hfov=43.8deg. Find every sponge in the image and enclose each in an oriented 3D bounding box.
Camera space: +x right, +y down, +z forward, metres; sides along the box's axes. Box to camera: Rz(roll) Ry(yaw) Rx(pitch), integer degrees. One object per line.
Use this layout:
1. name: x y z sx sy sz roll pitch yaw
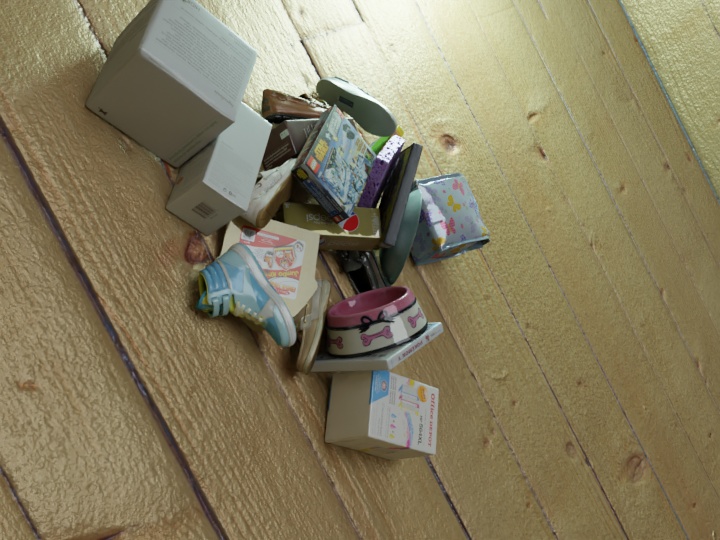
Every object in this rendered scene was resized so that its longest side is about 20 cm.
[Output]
1. sponge: 0.028 -0.164 1.800 0.029 0.202 0.112 26 37 5

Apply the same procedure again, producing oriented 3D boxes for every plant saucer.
1. plant saucer: 0.073 -0.073 1.824 0.038 0.202 0.204 17 56 -8

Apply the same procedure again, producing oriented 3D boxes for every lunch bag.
1. lunch bag: 0.188 -0.116 1.993 0.198 0.127 0.172 -16 80 -38

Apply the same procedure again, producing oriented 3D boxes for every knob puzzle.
1. knob puzzle: -0.172 0.011 1.614 0.215 0.030 0.225 4 79 -22

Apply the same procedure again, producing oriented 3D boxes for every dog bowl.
1. dog bowl: 0.023 0.090 1.663 0.199 0.198 0.075 -28 106 -47

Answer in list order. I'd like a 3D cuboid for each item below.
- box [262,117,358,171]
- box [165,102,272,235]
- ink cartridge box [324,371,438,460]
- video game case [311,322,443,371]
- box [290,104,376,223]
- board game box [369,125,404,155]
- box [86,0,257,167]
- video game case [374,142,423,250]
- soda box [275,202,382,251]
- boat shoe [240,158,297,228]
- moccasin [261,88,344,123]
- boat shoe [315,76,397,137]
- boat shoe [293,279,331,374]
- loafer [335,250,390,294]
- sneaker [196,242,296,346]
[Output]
1. box: -0.099 -0.250 1.782 0.198 0.099 0.076 -11 79 -46
2. box: -0.248 -0.185 1.584 0.097 0.123 0.203 33 51 -29
3. ink cartridge box: 0.051 0.270 1.665 0.198 0.124 0.131 22 64 -37
4. video game case: 0.027 0.142 1.656 0.181 0.197 0.023 -29 106 -47
5. box: -0.047 -0.204 1.698 0.137 0.039 0.202 49 39 -23
6. board game box: 0.019 -0.229 1.894 0.030 0.095 0.201 50 44 -14
7. box: -0.318 -0.327 1.523 0.199 0.197 0.174 35 50 -28
8. video game case: 0.067 -0.142 1.786 0.025 0.181 0.204 17 86 -9
9. soda box: -0.061 -0.082 1.715 0.196 0.068 0.065 3 67 -19
10. boat shoe: -0.165 -0.155 1.633 0.068 0.072 0.201 22 38 9
11. moccasin: -0.117 -0.332 1.830 0.198 0.073 0.079 2 78 -34
12. boat shoe: 0.000 -0.358 1.912 0.199 0.071 0.072 32 36 9
13. boat shoe: -0.102 0.099 1.646 0.068 0.074 0.202 13 49 -3
14. loafer: 0.000 0.000 1.791 0.063 0.071 0.202 -43 105 -40
15. sneaker: -0.205 0.066 1.529 0.130 0.080 0.202 -32 84 -30
